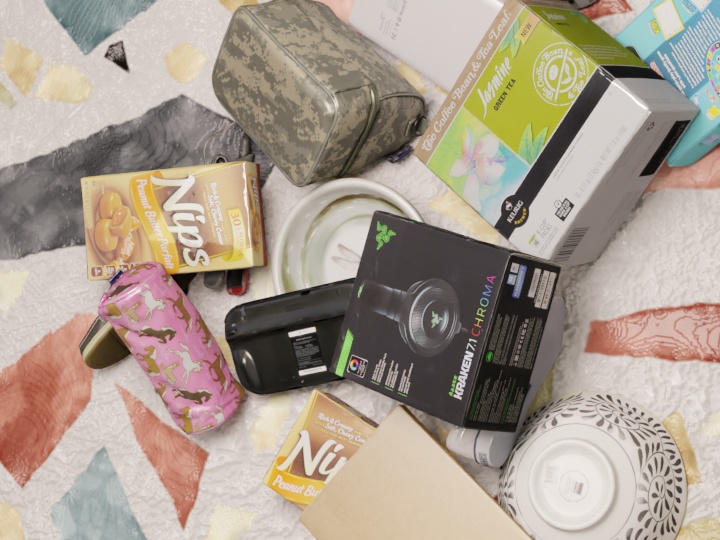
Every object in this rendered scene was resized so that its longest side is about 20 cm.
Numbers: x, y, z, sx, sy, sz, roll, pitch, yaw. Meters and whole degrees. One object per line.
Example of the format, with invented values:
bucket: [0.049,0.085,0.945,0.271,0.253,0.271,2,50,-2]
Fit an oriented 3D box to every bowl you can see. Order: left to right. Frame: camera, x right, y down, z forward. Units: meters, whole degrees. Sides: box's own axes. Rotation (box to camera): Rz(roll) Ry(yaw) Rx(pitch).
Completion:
bowl: [0.221,0.216,1.514,0.199,0.094,0.203,-4,78,20]

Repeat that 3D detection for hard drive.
hard drive: [0.085,-0.273,1.648,0.199,0.025,0.133,36,133,17]

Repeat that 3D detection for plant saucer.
plant saucer: [0.000,0.000,1.652,0.198,0.050,0.203,2,94,25]

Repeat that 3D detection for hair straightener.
hair straightener: [-0.155,-0.077,1.723,0.041,0.077,0.202,0,80,48]

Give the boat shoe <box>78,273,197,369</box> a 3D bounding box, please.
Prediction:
boat shoe: [-0.257,0.024,1.753,0.201,0.072,0.066,-49,61,2]

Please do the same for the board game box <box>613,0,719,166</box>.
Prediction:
board game box: [0.357,-0.225,1.528,0.200,0.047,0.152,-42,65,38]

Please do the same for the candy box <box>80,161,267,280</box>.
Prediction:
candy box: [-0.207,-0.054,1.679,0.198,0.055,0.117,-5,90,16]

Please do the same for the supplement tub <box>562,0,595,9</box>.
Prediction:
supplement tub: [0.198,-0.359,1.576,0.121,0.200,0.124,-4,79,20]

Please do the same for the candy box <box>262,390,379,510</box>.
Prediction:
candy box: [0.008,0.228,1.606,0.199,0.055,0.116,31,92,23]

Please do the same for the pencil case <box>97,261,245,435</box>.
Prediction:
pencil case: [-0.206,0.087,1.657,0.086,0.201,0.083,-9,32,42]

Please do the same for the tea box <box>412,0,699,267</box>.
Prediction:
tea box: [0.197,-0.142,1.542,0.197,0.133,0.201,43,117,24]

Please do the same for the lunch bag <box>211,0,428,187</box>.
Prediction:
lunch bag: [-0.039,-0.202,1.661,0.200,0.167,0.140,46,135,24]

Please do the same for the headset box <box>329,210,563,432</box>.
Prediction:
headset box: [0.078,0.047,1.506,0.199,0.092,0.176,20,96,43]

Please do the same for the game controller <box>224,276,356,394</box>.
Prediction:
game controller: [-0.057,0.073,1.642,0.198,0.042,0.105,-13,103,26]

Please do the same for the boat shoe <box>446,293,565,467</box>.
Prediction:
boat shoe: [0.148,0.104,1.557,0.065,0.074,0.201,14,60,32]

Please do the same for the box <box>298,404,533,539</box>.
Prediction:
box: [0.056,0.263,1.532,0.200,0.021,0.164,44,96,20]
